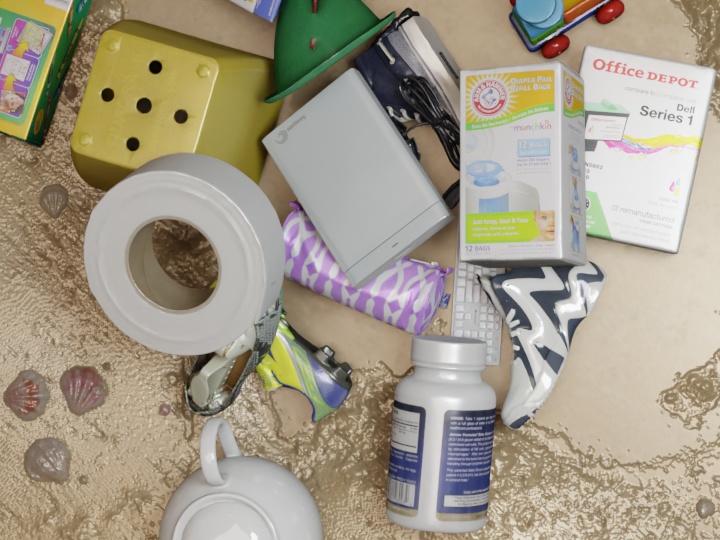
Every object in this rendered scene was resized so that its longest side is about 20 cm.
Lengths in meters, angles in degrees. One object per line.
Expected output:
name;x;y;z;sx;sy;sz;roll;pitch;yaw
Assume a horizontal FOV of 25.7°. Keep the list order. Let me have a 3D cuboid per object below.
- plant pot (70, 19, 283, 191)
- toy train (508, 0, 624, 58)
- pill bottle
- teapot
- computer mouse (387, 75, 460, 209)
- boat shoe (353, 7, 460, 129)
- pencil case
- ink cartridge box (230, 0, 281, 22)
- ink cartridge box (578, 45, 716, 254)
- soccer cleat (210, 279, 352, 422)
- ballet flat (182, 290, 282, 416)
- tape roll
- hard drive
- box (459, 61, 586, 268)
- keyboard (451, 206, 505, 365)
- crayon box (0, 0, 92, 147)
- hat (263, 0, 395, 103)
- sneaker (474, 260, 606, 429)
plant pot;-0.211;-0.169;1.730;0.199;0.176;0.201;17;91;9
toy train;0.252;-0.314;1.689;0.200;0.116;0.085;-32;84;7
pill bottle;0.089;0.173;1.698;0.111;0.111;0.201;5;93;9
teapot;-0.138;0.294;1.720;0.200;0.146;0.198;38;94;9
computer mouse;0.045;-0.106;1.732;0.141;0.046;0.200;50;118;10
boat shoe;0.075;-0.183;1.745;0.093;0.075;0.200;-33;83;22
pencil case;0.000;0.000;1.736;0.199;0.084;0.086;22;107;9
ink cartridge box;-0.124;-0.355;1.727;0.200;0.042;0.120;37;113;45
ink cartridge box;0.290;-0.129;1.693;0.144;0.084;0.201;12;91;10
soccer cleat;-0.100;0.088;1.761;0.200;0.065;0.084;40;100;8
ballet flat;-0.143;0.089;1.720;0.072;0.072;0.201;34;126;9
tape roll;-0.180;-0.016;1.624;0.202;0.071;0.203;5;110;14
hard drive;-0.005;-0.099;1.695;0.132;0.027;0.200;-37;71;15
box;0.168;-0.106;1.628;0.112;0.101;0.201;-1;85;22
keyboard;0.132;0.003;1.752;0.056;0.011;0.201;3;89;9
crayon box;-0.397;-0.257;1.821;0.118;0.058;0.201;20;92;9
hat;-0.070;-0.305;1.699;0.200;0.166;0.176;-40;101;-28
sneaker;0.167;0.060;1.706;0.129;0.079;0.200;27;92;5
